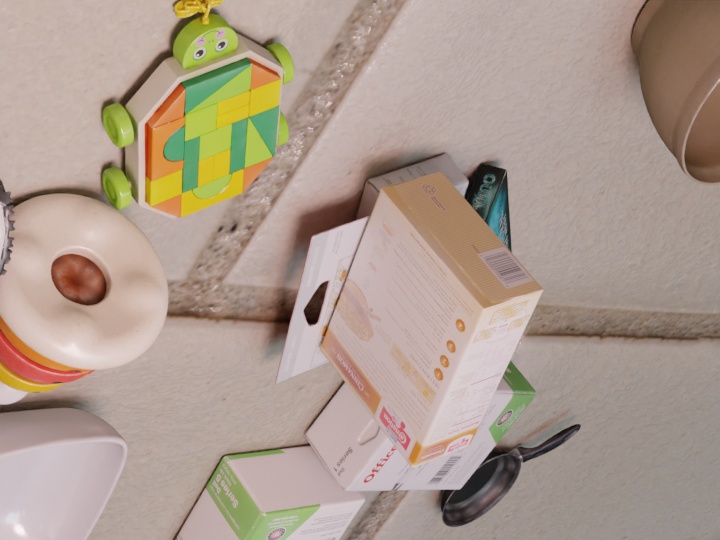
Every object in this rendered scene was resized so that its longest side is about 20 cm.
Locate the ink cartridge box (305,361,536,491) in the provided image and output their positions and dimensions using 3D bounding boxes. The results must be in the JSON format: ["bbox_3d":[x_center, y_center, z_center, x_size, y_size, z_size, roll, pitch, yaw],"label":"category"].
[{"bbox_3d":[0.062,0.147,2.034,0.199,0.084,0.146,8,126,-51],"label":"ink cartridge box"}]

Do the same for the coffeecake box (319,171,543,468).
[{"bbox_3d":[0.057,0.044,1.739,0.073,0.154,0.201,-16,143,-36],"label":"coffeecake box"}]

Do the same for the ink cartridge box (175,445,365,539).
[{"bbox_3d":[-0.108,0.279,2.026,0.145,0.084,0.201,-2,134,-45],"label":"ink cartridge box"}]

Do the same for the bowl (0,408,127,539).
[{"bbox_3d":[-0.312,0.193,1.701,0.199,0.075,0.200,-4,136,-43],"label":"bowl"}]

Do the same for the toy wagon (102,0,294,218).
[{"bbox_3d":[-0.121,-0.124,1.519,0.154,0.040,0.201,-24,147,-25],"label":"toy wagon"}]

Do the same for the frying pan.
[{"bbox_3d":[0.162,0.222,2.297,0.190,0.031,0.115,-45,150,4],"label":"frying pan"}]

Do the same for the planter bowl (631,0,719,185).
[{"bbox_3d":[0.331,-0.197,1.818,0.199,0.135,0.201,-28,148,-19],"label":"planter bowl"}]

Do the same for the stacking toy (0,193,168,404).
[{"bbox_3d":[-0.248,0.046,1.555,0.145,0.147,0.200,-13,159,-37],"label":"stacking toy"}]

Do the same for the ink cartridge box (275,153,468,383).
[{"bbox_3d":[0.000,0.000,1.812,0.172,0.044,0.201,-19,144,-30],"label":"ink cartridge box"}]

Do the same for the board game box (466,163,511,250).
[{"bbox_3d":[0.111,0.012,1.892,0.201,0.028,0.136,78,30,-57],"label":"board game box"}]

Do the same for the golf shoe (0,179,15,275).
[{"bbox_3d":[-0.325,0.008,1.437,0.094,0.078,0.200,10,123,-52],"label":"golf shoe"}]
